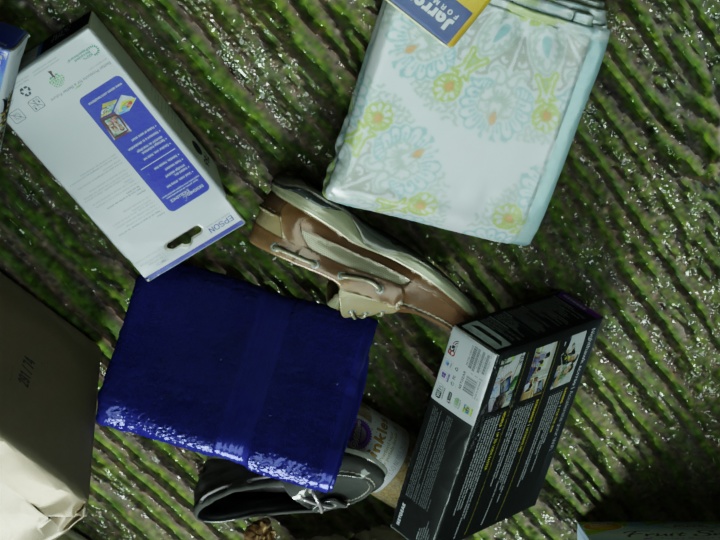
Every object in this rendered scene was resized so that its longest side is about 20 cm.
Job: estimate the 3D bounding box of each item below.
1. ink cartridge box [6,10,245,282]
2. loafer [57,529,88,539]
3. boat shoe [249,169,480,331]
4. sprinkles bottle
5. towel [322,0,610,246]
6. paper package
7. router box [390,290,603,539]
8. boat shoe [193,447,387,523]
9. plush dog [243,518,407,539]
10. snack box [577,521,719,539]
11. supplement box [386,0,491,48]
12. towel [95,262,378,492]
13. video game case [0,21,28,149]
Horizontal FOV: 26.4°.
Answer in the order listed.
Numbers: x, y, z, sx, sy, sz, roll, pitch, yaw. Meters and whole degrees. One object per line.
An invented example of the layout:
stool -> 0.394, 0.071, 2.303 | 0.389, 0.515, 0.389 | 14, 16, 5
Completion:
ink cartridge box -> -0.183, -0.091, 1.166 | 0.099, 0.039, 0.200 | -30, 119, 13
loafer -> -0.257, 0.287, 1.379 | 0.200, 0.068, 0.076 | 25, 117, -19
boat shoe -> 0.000, 0.000, 1.213 | 0.200, 0.076, 0.074 | 33, 93, -14
sprinkles bottle -> -0.016, 0.140, 1.310 | 0.200, 0.068, 0.068 | 34, 113, -24
towel -> 0.080, -0.126, 1.148 | 0.171, 0.048, 0.200 | 14, 109, -12
paper package -> -0.301, 0.095, 1.175 | 0.103, 0.200, 0.191 | -38, 119, 18
router box -> 0.113, 0.125, 1.269 | 0.149, 0.051, 0.200 | -14, 129, -46
boat shoe -> -0.062, 0.186, 1.286 | 0.200, 0.057, 0.067 | -8, 141, 40
plush dog -> -0.009, 0.277, 1.353 | 0.172, 0.200, 0.161 | -14, 90, -26
snack box -> 0.302, 0.269, 1.354 | 0.200, 0.169, 0.068 | 1, 93, 0
supplement box -> 0.073, -0.264, 0.992 | 0.109, 0.109, 0.200 | 35, 105, -19
towel -> -0.097, 0.083, 1.221 | 0.200, 0.148, 0.050 | 17, 161, -1
video game case -> -0.358, -0.119, 1.105 | 0.200, 0.045, 0.181 | 19, 120, -3
